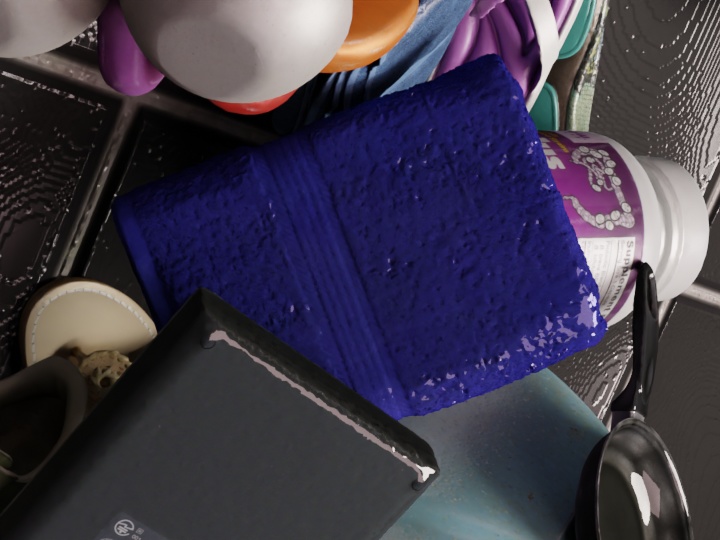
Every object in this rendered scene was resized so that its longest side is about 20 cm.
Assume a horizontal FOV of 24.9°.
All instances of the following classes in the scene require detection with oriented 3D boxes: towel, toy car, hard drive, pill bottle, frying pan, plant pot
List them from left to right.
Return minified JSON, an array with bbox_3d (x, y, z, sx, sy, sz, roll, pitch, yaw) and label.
[{"bbox_3d":[-0.070,-0.130,0.626,0.150,0.199,0.176,87,18,-56],"label":"toy car"},{"bbox_3d":[-0.079,0.120,0.733,0.139,0.033,0.200,36,106,-24],"label":"hard drive"},{"bbox_3d":[0.000,0.000,0.761,0.199,0.050,0.149,-21,93,2],"label":"towel"},{"bbox_3d":[0.014,-0.117,0.797,0.112,0.049,0.200,-43,175,-17],"label":"towel"},{"bbox_3d":[0.028,0.141,0.872,0.196,0.199,0.198,-44,141,-54],"label":"plant pot"},{"bbox_3d":[0.089,-0.020,0.878,0.199,0.112,0.113,-3,114,-35],"label":"pill bottle"},{"bbox_3d":[0.129,0.094,0.808,0.115,0.031,0.191,-4,82,-58],"label":"frying pan"}]

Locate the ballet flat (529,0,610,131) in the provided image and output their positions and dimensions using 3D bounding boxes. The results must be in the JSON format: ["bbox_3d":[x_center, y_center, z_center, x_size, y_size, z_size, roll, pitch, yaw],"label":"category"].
[{"bbox_3d":[0.110,-0.127,0.956,0.074,0.074,0.201,-11,121,-38],"label":"ballet flat"}]

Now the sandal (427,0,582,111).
[{"bbox_3d":[0.077,-0.136,0.894,0.050,0.082,0.204,-53,156,-68],"label":"sandal"}]

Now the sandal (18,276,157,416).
[{"bbox_3d":[-0.109,0.098,0.863,0.077,0.069,0.213,-34,130,-24],"label":"sandal"}]

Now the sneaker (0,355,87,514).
[{"bbox_3d":[-0.199,0.100,0.743,0.200,0.067,0.090,-34,162,-49],"label":"sneaker"}]
